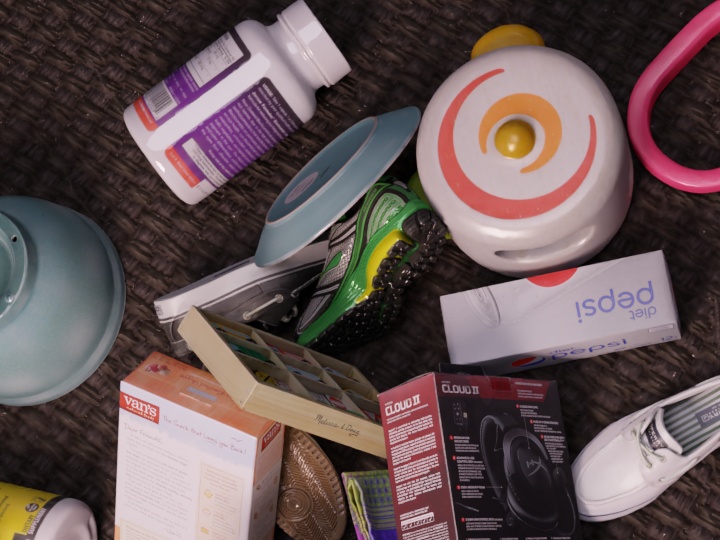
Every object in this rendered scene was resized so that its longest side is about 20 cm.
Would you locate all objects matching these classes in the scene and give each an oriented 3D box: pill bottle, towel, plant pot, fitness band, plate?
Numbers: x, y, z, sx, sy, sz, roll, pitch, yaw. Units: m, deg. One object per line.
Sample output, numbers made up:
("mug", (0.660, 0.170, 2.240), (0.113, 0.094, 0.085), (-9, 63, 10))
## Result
("pill bottle", (-0.349, 0.244, 1.509), (0.199, 0.111, 0.112), (9, 78, 18))
("towel", (0.065, 0.256, 1.387), (0.023, 0.143, 0.201), (-38, 60, 41))
("plant pot", (-0.337, 0.015, 1.555), (0.199, 0.134, 0.202), (-4, 74, 15))
("pill bottle", (-0.111, -0.162, 1.554), (0.200, 0.111, 0.112), (-36, 69, 3))
("fitness band", (0.328, -0.157, 1.478), (0.200, 0.037, 0.144), (-46, 66, -1))
("plate", (-0.028, -0.081, 1.475), (0.200, 0.200, 0.026), (-44, 105, 0))

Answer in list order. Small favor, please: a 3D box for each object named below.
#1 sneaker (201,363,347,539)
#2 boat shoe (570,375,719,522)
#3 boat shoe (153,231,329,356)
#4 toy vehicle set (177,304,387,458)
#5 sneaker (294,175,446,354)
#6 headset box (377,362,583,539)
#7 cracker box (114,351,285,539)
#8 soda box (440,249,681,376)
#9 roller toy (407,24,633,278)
("sneaker", (-0.074, 0.148, 1.492), (0.071, 0.113, 0.201), (-30, 100, 4))
("boat shoe", (0.252, 0.138, 1.399), (0.200, 0.067, 0.074), (-36, 69, 3))
("boat shoe", (-0.087, 0.019, 1.528), (0.199, 0.071, 0.064), (-22, 98, 2))
("toy vehicle set", (-0.049, 0.098, 1.403), (0.027, 0.199, 0.124), (-57, 43, 10))
("sneaker", (0.000, 0.000, 1.474), (0.200, 0.078, 0.085), (-53, 54, 32))
("headset box", (0.101, 0.173, 1.381), (0.077, 0.148, 0.201), (-27, 66, 45))
("cracker box", (-0.140, 0.183, 1.435), (0.133, 0.058, 0.201), (21, 126, 19))
("soda box", (0.174, 0.040, 1.448), (0.199, 0.063, 0.069), (-12, 72, 12))
("roller toy", (0.145, -0.097, 1.453), (0.182, 0.140, 0.201), (30, 84, 20))
